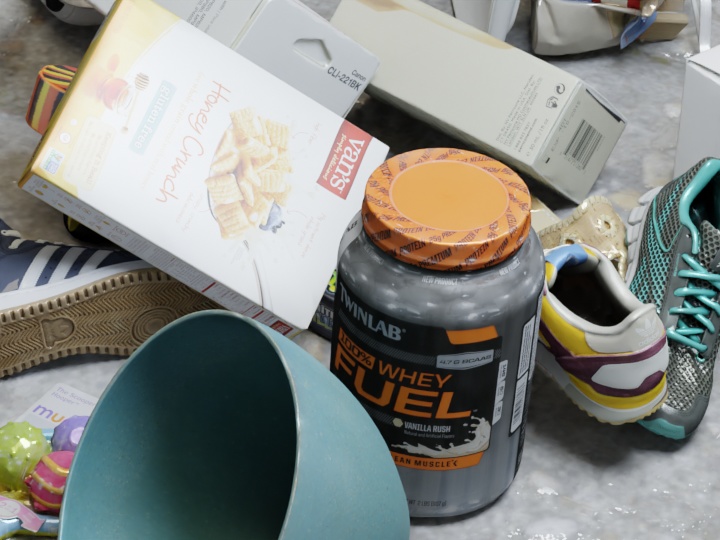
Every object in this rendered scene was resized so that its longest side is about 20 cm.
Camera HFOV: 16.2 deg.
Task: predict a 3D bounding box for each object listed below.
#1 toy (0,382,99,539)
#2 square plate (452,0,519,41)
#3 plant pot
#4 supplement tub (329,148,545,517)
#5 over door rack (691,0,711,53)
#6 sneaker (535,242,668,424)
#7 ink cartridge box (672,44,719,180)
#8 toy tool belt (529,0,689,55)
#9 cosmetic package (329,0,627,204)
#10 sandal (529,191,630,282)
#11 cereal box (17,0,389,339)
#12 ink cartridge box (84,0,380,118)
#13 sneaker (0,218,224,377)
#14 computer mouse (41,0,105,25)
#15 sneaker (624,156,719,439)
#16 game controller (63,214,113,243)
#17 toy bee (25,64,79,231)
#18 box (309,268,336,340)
[{"bbox_3d":[-0.189,0.123,1.473,0.115,0.047,0.200,24,42,21],"label":"toy"},{"bbox_3d":[0.103,-0.273,1.900,0.028,0.199,0.200,5,36,-10],"label":"square plate"},{"bbox_3d":[-0.051,0.136,1.378,0.135,0.200,0.200,22,23,-38],"label":"plant pot"},{"bbox_3d":[0.044,0.036,1.483,0.122,0.200,0.123,2,37,-2],"label":"supplement tub"},{"bbox_3d":[0.323,-0.209,1.945,0.147,0.067,0.200,2,37,-5],"label":"over door rack"},{"bbox_3d":[0.112,0.010,1.549,0.200,0.090,0.075,31,51,35],"label":"sneaker"},{"bbox_3d":[0.311,-0.099,1.732,0.200,0.146,0.084,-23,42,-32],"label":"ink cartridge box"},{"bbox_3d":[0.193,-0.242,1.871,0.122,0.200,0.125,3,54,-1],"label":"toy tool belt"},{"bbox_3d":[0.077,-0.129,1.773,0.200,0.071,0.105,30,0,28],"label":"cosmetic package"},{"bbox_3d":[0.139,-0.024,1.679,0.078,0.070,0.212,-24,45,-32],"label":"sandal"},{"bbox_3d":[-0.095,-0.065,1.579,0.200,0.040,0.144,30,65,-13],"label":"cereal box"},{"bbox_3d":[-0.104,-0.178,1.742,0.200,0.084,0.144,37,6,36],"label":"ink cartridge box"},{"bbox_3d":[-0.191,0.004,1.612,0.199,0.070,0.109,-12,42,-15],"label":"sneaker"},{"bbox_3d":[-0.227,-0.231,1.944,0.109,0.044,0.200,-5,32,-20],"label":"computer mouse"},{"bbox_3d":[0.204,0.010,1.591,0.077,0.091,0.200,19,54,-15],"label":"sneaker"},{"bbox_3d":[-0.154,-0.085,1.767,0.104,0.042,0.200,-11,37,4],"label":"game controller"},{"bbox_3d":[-0.152,-0.089,1.638,0.200,0.131,0.109,4,5,32],"label":"toy bee"},{"bbox_3d":[0.000,0.000,1.663,0.200,0.035,0.110,29,44,29],"label":"box"}]
